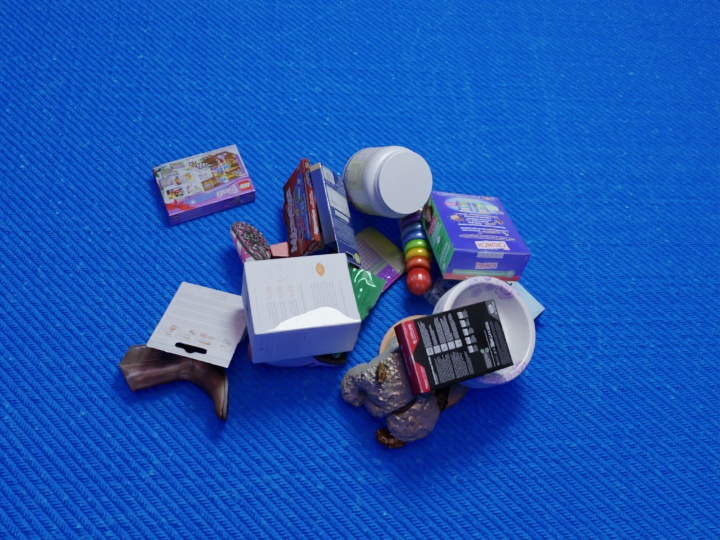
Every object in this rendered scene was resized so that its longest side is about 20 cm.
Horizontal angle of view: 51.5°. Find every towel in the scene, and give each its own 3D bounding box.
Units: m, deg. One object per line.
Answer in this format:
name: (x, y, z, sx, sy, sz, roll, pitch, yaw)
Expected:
towel: (0.000, 0.000, 1.583, 0.143, 0.023, 0.199, 41, 61, 17)

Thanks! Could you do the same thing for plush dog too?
plush dog: (0.078, 0.231, 1.374, 0.198, 0.161, 0.173, -37, 98, 1)

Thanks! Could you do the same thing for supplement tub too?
supplement tub: (0.055, -0.187, 1.579, 0.141, 0.199, 0.150, -3, 98, -22)

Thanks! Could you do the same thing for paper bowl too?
paper bowl: (0.226, 0.121, 1.427, 0.195, 0.104, 0.207, 4, 75, -15)

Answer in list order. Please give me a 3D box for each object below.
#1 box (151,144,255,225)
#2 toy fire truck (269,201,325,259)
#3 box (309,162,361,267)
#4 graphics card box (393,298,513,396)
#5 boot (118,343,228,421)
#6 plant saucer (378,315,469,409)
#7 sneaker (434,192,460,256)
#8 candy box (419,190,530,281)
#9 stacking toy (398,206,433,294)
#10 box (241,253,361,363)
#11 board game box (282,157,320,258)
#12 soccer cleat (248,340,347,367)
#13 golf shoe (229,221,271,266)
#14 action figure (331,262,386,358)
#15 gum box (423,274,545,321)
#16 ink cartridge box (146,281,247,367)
box: (-0.344, -0.190, 1.640, 0.195, 0.039, 0.139, -18, 62, -18)
toy fire truck: (-0.109, -0.088, 1.605, 0.194, 0.049, 0.144, -10, 61, -15)
box: (-0.051, -0.109, 1.541, 0.032, 0.121, 0.205, -19, 73, 18)
graphics card box: (0.165, 0.134, 1.317, 0.195, 0.051, 0.129, -13, 79, -23)
boot: (-0.344, 0.209, 1.382, 0.194, 0.065, 0.189, -5, 46, -14)
plant saucer: (0.133, 0.179, 1.487, 0.194, 0.033, 0.205, 4, 59, -6)
sneaker: (0.199, -0.095, 1.647, 0.089, 0.077, 0.201, 23, 49, 14)
candy box: (0.226, -0.070, 1.502, 0.164, 0.079, 0.202, 4, 37, -16)
stacking toy: (0.119, -0.037, 1.568, 0.083, 0.087, 0.204, 7, 49, -3)
box: (-0.113, 0.068, 1.379, 0.194, 0.107, 0.155, -4, 56, -15)
board game box: (-0.123, -0.118, 1.533, 0.019, 0.103, 0.205, 9, 54, -29)
soccer cleat: (-0.123, 0.159, 1.451, 0.195, 0.074, 0.069, 12, 42, -21)
golf shoe: (-0.215, -0.008, 1.515, 0.072, 0.092, 0.202, -8, 57, -54)
action figure: (-0.026, 0.085, 1.480, 0.115, 0.055, 0.203, 17, 53, 1)
gum box: (0.258, 0.068, 1.563, 0.169, 0.045, 0.200, -36, 71, -24)
ink cartridge box: (-0.298, 0.112, 1.419, 0.156, 0.051, 0.202, 14, 37, 0)
